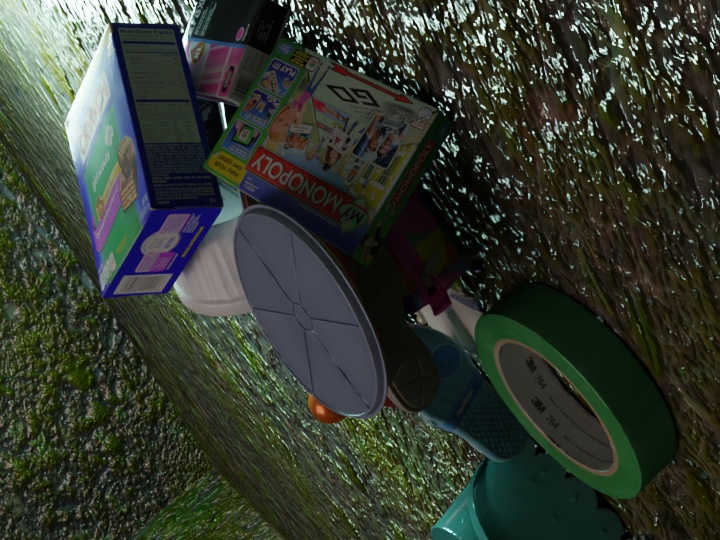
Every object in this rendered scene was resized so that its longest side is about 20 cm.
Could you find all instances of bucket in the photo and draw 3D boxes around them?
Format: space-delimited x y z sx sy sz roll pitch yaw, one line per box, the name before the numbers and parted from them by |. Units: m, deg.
bucket | 0.181 0.295 1.325 0.207 0.135 0.208 44 162 18

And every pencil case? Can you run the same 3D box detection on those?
pencil case | 0.022 -0.057 1.106 0.201 0.088 0.088 53 163 -6

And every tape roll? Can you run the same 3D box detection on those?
tape roll | 0.183 0.105 1.076 0.200 0.048 0.201 45 163 18

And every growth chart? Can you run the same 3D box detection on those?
growth chart | 0.090 0.038 1.235 0.199 0.018 0.146 33 155 47

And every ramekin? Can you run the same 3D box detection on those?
ramekin | -0.114 -0.052 1.270 0.202 0.202 0.095 28 149 53

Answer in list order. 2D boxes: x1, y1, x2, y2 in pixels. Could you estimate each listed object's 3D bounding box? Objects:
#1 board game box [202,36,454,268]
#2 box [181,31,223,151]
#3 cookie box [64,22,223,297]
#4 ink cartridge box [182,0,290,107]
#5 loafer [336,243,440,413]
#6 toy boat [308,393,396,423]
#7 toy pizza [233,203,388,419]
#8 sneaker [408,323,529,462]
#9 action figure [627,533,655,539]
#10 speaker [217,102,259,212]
board game box | -0.031 -0.103 1.034 0.199 0.136 0.029 30 177 39
box | -0.171 -0.143 1.388 0.122 0.106 0.201 35 157 46
cookie box | -0.210 -0.103 1.181 0.171 0.074 0.202 -48 52 50
ink cartridge box | -0.136 -0.210 1.178 0.037 0.096 0.199 20 -179 -30
loafer | 0.006 0.041 1.093 0.063 0.072 0.201 21 144 52
toy boat | -0.006 0.119 1.406 0.131 0.131 0.200 48 -174 13
toy pizza | -0.037 0.032 1.029 0.200 0.032 0.202 41 149 31
sneaker | 0.075 0.117 1.286 0.200 0.080 0.130 45 169 -27
action figure | 0.288 0.294 1.105 0.118 0.104 0.199 4 179 31
speaker | -0.079 -0.091 1.154 0.082 0.080 0.202 79 177 -58
